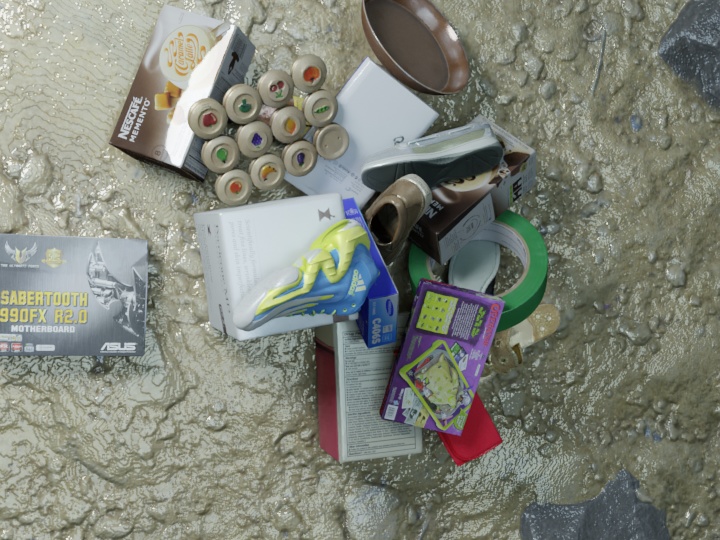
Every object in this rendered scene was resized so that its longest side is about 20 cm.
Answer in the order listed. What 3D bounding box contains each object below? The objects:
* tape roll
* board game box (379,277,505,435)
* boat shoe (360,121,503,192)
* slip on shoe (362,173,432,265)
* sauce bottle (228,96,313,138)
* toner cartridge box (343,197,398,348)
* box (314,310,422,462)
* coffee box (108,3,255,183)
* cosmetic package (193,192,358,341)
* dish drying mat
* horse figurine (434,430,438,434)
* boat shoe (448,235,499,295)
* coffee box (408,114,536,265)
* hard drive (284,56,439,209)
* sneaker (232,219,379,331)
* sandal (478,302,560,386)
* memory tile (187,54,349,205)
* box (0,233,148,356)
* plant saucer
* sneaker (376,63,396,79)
[{"bbox_3d":[0.169,-0.004,1.450,0.200,0.201,0.048,-31,146,-14],"label":"tape roll"},{"bbox_3d":[0.109,0.118,1.361,0.119,0.032,0.201,15,103,-9],"label":"board game box"},{"bbox_3d":[0.094,-0.159,1.395,0.201,0.075,0.065,-15,56,-5],"label":"boat shoe"},{"bbox_3d":[0.033,-0.057,1.394,0.076,0.200,0.061,48,55,4],"label":"slip on shoe"},{"bbox_3d":[-0.096,-0.213,1.410,0.199,0.066,0.066,9,90,-19],"label":"sauce bottle"},{"bbox_3d":[0.000,0.000,1.373,0.043,0.201,0.095,-12,136,-12],"label":"toner cartridge box"},{"bbox_3d":[0.010,0.160,1.438,0.127,0.109,0.201,-3,93,-18],"label":"box"},{"bbox_3d":[-0.234,-0.233,1.333,0.114,0.080,0.201,20,85,16],"label":"coffee box"},{"bbox_3d":[-0.117,-0.009,1.341,0.164,0.200,0.166,-10,95,-18],"label":"cosmetic package"},{"bbox_3d":[0.124,0.179,1.404,0.077,0.018,0.201,-29,107,1],"label":"dish drying mat"},{"bbox_3d":[0.102,0.151,1.474,0.050,0.132,0.201,-8,108,-21],"label":"horse figurine"},{"bbox_3d":[0.165,0.035,1.510,0.075,0.060,0.201,12,70,18],"label":"boat shoe"},{"bbox_3d":[0.145,-0.118,1.453,0.200,0.080,0.113,-41,59,-17],"label":"coffee box"},{"bbox_3d":[-0.003,-0.178,1.401,0.132,0.025,0.200,33,106,-27],"label":"hard drive"},{"bbox_3d":[-0.054,0.031,1.219,0.200,0.076,0.105,-39,104,-15],"label":"sneaker"},{"bbox_3d":[0.225,0.114,1.529,0.211,0.070,0.078,-31,101,-15],"label":"sandal"},{"bbox_3d":[-0.116,-0.182,1.317,0.199,0.017,0.154,-27,122,-16],"label":"memory tile"},{"bbox_3d":[-0.384,0.033,1.333,0.199,0.048,0.160,3,92,-19],"label":"box"},{"bbox_3d":[0.072,-0.325,1.430,0.200,0.034,0.201,26,45,-29],"label":"plant saucer"},{"bbox_3d":[0.043,-0.206,1.459,0.070,0.076,0.201,-16,120,-8],"label":"sneaker"}]
